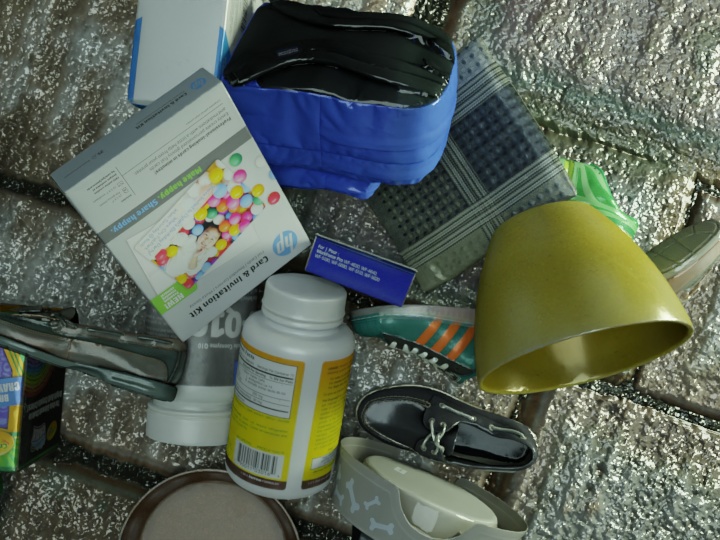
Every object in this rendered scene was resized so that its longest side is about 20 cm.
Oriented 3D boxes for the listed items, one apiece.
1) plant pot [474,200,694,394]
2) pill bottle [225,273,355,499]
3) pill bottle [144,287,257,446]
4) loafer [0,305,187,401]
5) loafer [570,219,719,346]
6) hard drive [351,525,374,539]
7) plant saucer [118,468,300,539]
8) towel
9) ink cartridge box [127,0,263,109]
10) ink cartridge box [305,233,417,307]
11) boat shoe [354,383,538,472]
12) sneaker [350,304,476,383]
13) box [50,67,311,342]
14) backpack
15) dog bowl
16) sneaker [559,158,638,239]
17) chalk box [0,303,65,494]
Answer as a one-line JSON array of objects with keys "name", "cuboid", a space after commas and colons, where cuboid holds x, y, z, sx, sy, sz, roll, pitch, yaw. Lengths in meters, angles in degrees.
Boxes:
[{"name": "plant pot", "cuboid": [0.192, 0.019, 0.835, 0.200, 0.200, 0.142, -12, 69, 1]}, {"name": "pill bottle", "cuboid": [-0.066, 0.109, 0.853, 0.109, 0.109, 0.200, 10, 105, 0]}, {"name": "pill bottle", "cuboid": [-0.165, 0.072, 0.908, 0.114, 0.114, 0.200, 4, 91, 0]}, {"name": "loafer", "cuboid": [-0.261, 0.065, 0.827, 0.200, 0.072, 0.063, 21, 78, -10]}, {"name": "loafer", "cuboid": [0.307, 0.028, 0.934, 0.200, 0.072, 0.063, -38, 107, 7]}, {"name": "hard drive", "cuboid": [0.088, 0.296, 0.895, 0.200, 0.140, 0.033, 23, 90, 0]}, {"name": "plant saucer", "cuboid": [-0.161, 0.310, 0.951, 0.200, 0.034, 0.201, 0, 91, 0]}, {"name": "towel", "cuboid": [0.094, -0.104, 0.914, 0.200, 0.035, 0.193, -34, 85, 23]}, {"name": "ink cartridge box", "cuboid": [-0.150, -0.212, 0.863, 0.084, 0.200, 0.146, 6, 90, 3]}, {"name": "ink cartridge box", "cuboid": [0.000, 0.000, 0.863, 0.099, 0.200, 0.039, 21, 89, 2]}, {"name": "boat shoe", "cuboid": [0.092, 0.168, 0.932, 0.200, 0.063, 0.073, 14, 91, 1]}, {"name": "sneaker", "cuboid": [0.087, 0.078, 0.927, 0.200, 0.071, 0.080, 5, 86, -1]}, {"name": "box", "cuboid": [-0.148, -0.051, 0.778, 0.156, 0.200, 0.041, -38, 46, -12]}, {"name": "backpack", "cuboid": [-0.008, -0.159, 0.840, 0.200, 0.168, 0.163, 6, 51, 9]}, {"name": "dog bowl", "cuboid": [0.061, 0.234, 0.871, 0.200, 0.200, 0.059, 24, 89, 0]}, {"name": "sneaker", "cuboid": [0.208, -0.085, 0.935, 0.200, 0.074, 0.084, 45, 60, 6]}, {"name": "chalk box", "cuboid": [-0.384, 0.135, 0.906, 0.124, 0.125, 0.200, 6, 89, 0]}]
